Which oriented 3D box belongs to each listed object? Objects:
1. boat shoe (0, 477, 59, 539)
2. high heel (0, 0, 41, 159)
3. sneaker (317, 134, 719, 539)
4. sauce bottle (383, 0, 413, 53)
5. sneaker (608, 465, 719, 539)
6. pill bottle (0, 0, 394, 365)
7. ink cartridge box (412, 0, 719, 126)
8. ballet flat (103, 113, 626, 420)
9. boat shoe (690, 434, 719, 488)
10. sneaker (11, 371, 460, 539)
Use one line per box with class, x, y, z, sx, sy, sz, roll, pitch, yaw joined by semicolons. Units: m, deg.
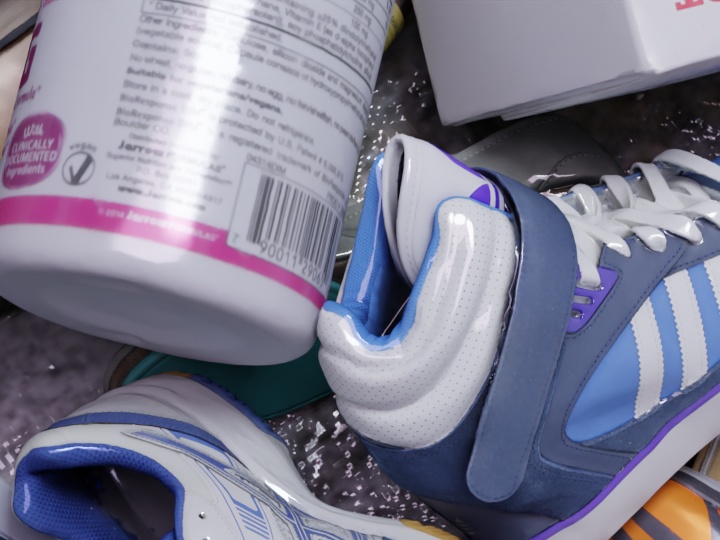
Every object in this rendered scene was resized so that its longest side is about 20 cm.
boat shoe;-0.131;0.114;0.861;0.200;0.070;0.071;37;53;-15
high heel;-0.106;-0.077;0.903;0.142;0.072;0.200;-18;49;-3
sneaker;0.073;-0.010;0.831;0.200;0.147;0.081;-47;35;-9
sauce bottle;-0.013;-0.101;0.933;0.065;0.065;0.200;36;78;10
sneaker;0.114;0.147;0.824;0.078;0.112;0.200;-48;68;29
pill bottle;-0.048;-0.079;0.837;0.113;0.113;0.201;12;76;2
ink cartridge box;0.098;-0.165;0.872;0.147;0.145;0.201;-15;92;-24
ballet flat;0.000;0.000;0.914;0.199;0.068;0.064;-21;43;-3
boat shoe;0.153;0.008;0.910;0.076;0.072;0.201;12;71;15
sneaker;-0.027;0.108;0.813;0.200;0.088;0.075;29;115;26
